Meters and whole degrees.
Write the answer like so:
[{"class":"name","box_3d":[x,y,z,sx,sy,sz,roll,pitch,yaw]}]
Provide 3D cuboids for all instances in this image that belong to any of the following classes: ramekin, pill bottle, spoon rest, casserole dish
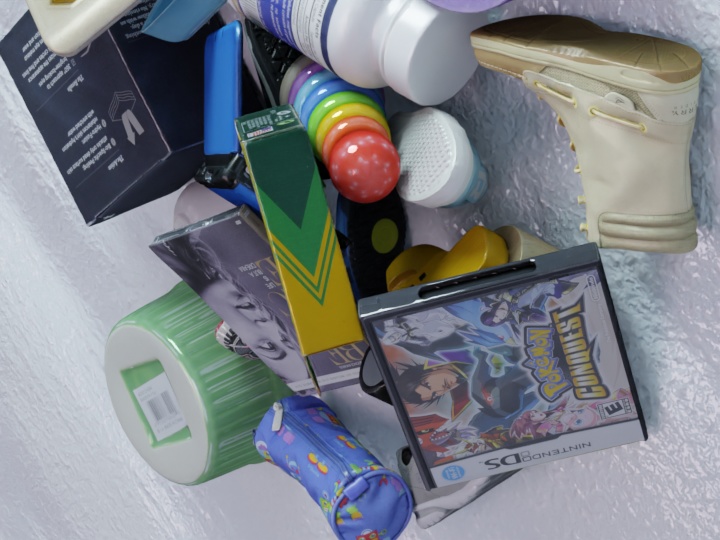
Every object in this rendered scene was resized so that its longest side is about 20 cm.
[{"class":"ramekin","box_3d":[-0.165,0.114,2.000,0.200,0.098,0.201,29,132,39]},{"class":"pill bottle","box_3d":[-0.002,-0.211,1.576,0.200,0.120,0.120,35,135,32]},{"class":"spoon rest","box_3d":[-0.123,-0.038,1.905,0.200,0.060,0.100,-1,109,66]},{"class":"casserole dish","box_3d":[-0.118,-0.258,1.713,0.039,0.121,0.200,35,147,-14]}]

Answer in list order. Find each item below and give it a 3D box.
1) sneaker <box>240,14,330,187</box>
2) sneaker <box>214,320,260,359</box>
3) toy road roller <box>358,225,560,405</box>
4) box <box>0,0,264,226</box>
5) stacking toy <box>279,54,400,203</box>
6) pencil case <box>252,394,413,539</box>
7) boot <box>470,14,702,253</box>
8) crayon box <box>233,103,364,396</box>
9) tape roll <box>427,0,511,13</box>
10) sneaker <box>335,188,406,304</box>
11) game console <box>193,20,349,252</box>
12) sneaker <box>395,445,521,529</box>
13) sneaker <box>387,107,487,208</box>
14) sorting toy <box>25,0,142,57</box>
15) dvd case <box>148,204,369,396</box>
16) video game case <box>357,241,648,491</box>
[{"class":"sneaker","box_3d":[-0.063,-0.165,1.724,0.083,0.071,0.201,175,81,-71]},{"class":"sneaker","box_3d":[-0.077,0.048,1.841,0.075,0.081,0.200,51,161,6]},{"class":"toy road roller","box_3d":[0.088,0.027,1.603,0.200,0.123,0.146,-46,32,31]},{"class":"box","box_3d":[-0.214,-0.176,1.872,0.197,0.117,0.201,-32,84,54]},{"class":"stacking toy","box_3d":[-0.008,-0.109,1.581,0.200,0.085,0.086,-116,16,-65]},{"class":"pencil case","box_3d":[-0.028,0.177,1.837,0.087,0.078,0.200,51,173,-32]},{"class":"boot","box_3d":[0.163,-0.100,1.477,0.200,0.073,0.156,18,126,40]},{"class":"crayon box","box_3d":[-0.043,-0.018,1.534,0.127,0.051,0.201,-117,11,-76]},{"class":"tape roll","box_3d":[0.086,-0.291,1.447,0.200,0.085,0.201,29,132,38]},{"class":"sneaker","box_3d":[0.000,0.000,1.751,0.078,0.066,0.201,18,124,50]},{"class":"game console","box_3d":[-0.073,-0.108,1.686,0.170,0.119,0.200,32,177,-11]},{"class":"sneaker","box_3d":[0.080,0.158,1.732,0.082,0.075,0.200,57,145,7]},{"class":"sneaker","box_3d":[0.070,-0.081,1.566,0.200,0.082,0.074,-131,63,-73]},{"class":"sorting toy","box_3d":[-0.213,-0.285,1.716,0.036,0.185,0.200,49,-175,-38]},{"class":"dvd case","box_3d":[-0.073,0.030,1.728,0.200,0.016,0.149,45,148,-20]},{"class":"video game case","box_3d":[0.111,0.077,1.532,0.026,0.180,0.200,-94,-13,-47]}]
